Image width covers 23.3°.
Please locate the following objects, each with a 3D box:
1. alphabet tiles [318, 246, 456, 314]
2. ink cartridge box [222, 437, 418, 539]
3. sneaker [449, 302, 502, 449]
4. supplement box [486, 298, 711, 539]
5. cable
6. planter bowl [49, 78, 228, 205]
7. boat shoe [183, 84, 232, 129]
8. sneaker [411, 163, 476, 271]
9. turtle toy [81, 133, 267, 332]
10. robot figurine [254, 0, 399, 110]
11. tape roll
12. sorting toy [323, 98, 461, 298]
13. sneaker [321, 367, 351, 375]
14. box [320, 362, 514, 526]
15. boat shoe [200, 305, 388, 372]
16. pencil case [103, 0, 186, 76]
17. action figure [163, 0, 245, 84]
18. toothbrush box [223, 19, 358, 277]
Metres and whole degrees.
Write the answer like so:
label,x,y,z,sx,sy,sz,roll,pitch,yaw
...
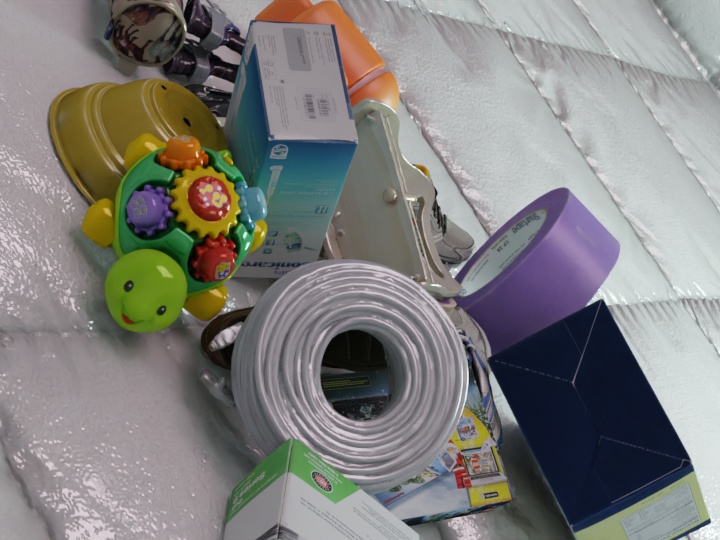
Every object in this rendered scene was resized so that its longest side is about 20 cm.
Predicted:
label,x,y,z,sx,sy,sz,roll,pitch,yaw
alphabet tiles,0.000,0.000,1.750,0.199,0.015,0.196,9,33,-35
ink cartridge box,-0.035,0.250,1.335,0.146,0.084,0.201,41,27,-19
sneaker,0.096,0.091,1.750,0.085,0.077,0.201,68,3,-49
supplement box,0.244,0.174,1.766,0.201,0.134,0.200,65,4,29
cable,-0.007,0.086,1.456,0.200,0.069,0.200,-42,94,-22
planter bowl,-0.182,-0.114,1.601,0.200,0.083,0.201,38,26,-23
boat shoe,-0.117,-0.157,1.779,0.199,0.074,0.067,-4,67,-51
sneaker,0.062,-0.068,1.943,0.199,0.082,0.078,33,29,-34
turtle toy,-0.154,-0.029,1.470,0.145,0.101,0.201,36,59,-14
robot figurine,-0.035,-0.220,1.954,0.116,0.144,0.200,-37,87,-37
tape roll,0.181,0.009,1.894,0.085,0.200,0.200,44,25,-9
sorting toy,0.040,-0.044,1.738,0.180,0.106,0.201,16,55,-56
sneaker,0.001,0.112,1.627,0.199,0.074,0.088,26,45,-30
box,0.040,0.158,1.561,0.199,0.038,0.138,-2,67,-44
boat shoe,-0.042,0.052,1.532,0.198,0.073,0.068,1,2,-23
pencil case,-0.225,-0.288,1.769,0.078,0.089,0.201,39,24,-36
action figure,-0.104,-0.212,1.827,0.199,0.130,0.070,24,34,-24
toothbrush box,-0.073,-0.108,1.608,0.085,0.201,0.147,2,52,-17
